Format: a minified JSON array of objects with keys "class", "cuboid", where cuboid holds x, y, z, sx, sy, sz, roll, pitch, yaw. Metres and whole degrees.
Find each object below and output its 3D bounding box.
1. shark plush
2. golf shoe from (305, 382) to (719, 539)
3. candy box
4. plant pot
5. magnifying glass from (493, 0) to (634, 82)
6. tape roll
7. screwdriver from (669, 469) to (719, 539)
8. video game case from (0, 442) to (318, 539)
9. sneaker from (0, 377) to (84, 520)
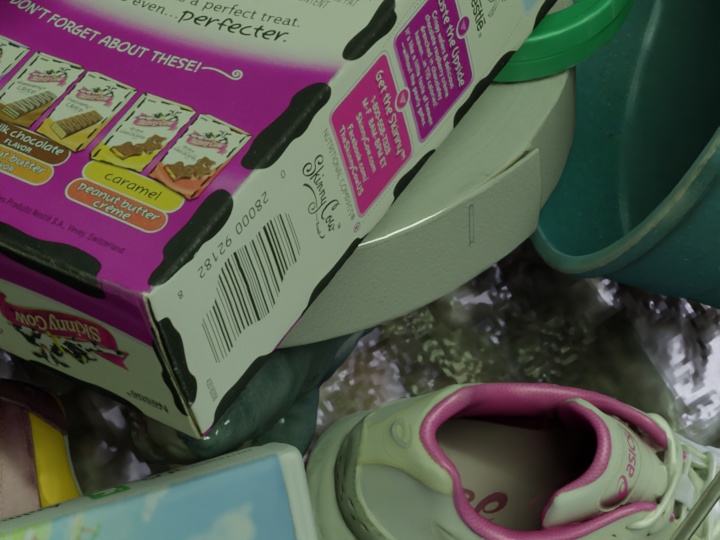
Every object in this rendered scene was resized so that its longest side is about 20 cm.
[{"class":"shark plush","cuboid":[0.000,0.000,0.821,0.199,0.083,0.091,-33,89,-31]},{"class":"golf shoe","cuboid":[0.085,0.079,0.819,0.199,0.092,0.076,9,66,-18]},{"class":"candy box","cuboid":[-0.044,-0.063,0.730,0.136,0.061,0.200,22,59,31]},{"class":"plant pot","cuboid":[0.176,-0.062,0.803,0.187,0.200,0.201,21,65,-16]},{"class":"magnifying glass","cuboid":[0.045,-0.132,0.830,0.079,0.022,0.201,-2,48,4]},{"class":"tape roll","cuboid":[-0.032,-0.060,0.805,0.201,0.037,0.204,-2,46,2]},{"class":"screwdriver","cuboid":[0.082,0.091,0.783,0.029,0.028,0.201,35,104,25]},{"class":"video game case","cuboid":[-0.080,0.166,0.722,0.181,0.022,0.202,-15,98,-25]},{"class":"sneaker","cuboid":[-0.138,0.052,0.762,0.200,0.075,0.090,47,64,-8]}]
